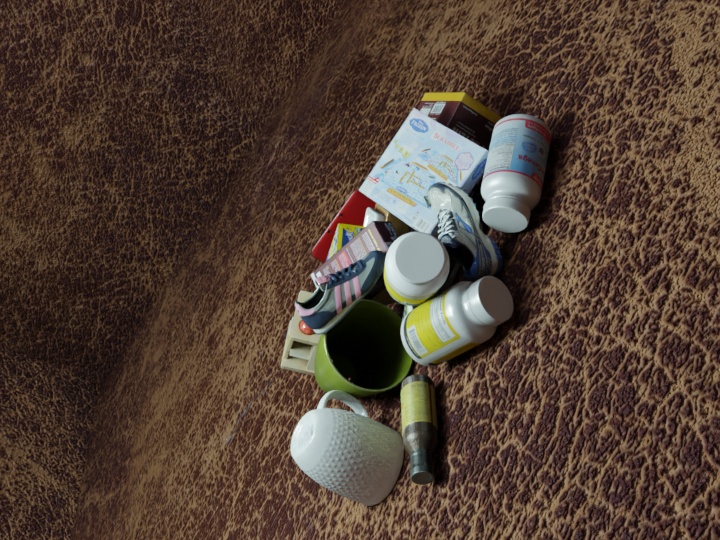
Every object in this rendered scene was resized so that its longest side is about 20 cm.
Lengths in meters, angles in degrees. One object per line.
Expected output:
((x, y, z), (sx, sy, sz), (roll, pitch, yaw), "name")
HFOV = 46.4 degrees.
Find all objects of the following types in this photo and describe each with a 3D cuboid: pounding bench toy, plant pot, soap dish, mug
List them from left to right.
((-0.093, 0.112, 1.907), (0.156, 0.123, 0.201), (112, 170, -51), "pounding bench toy")
((-0.031, 0.312, 1.553), (0.148, 0.175, 0.201), (-44, 29, 36), "mug")
((-0.019, 0.182, 1.696), (0.200, 0.186, 0.188), (133, 155, -57), "plant pot")
((0.046, -0.032, 1.769), (0.157, 0.081, 0.201), (-126, 44, -77), "soap dish")

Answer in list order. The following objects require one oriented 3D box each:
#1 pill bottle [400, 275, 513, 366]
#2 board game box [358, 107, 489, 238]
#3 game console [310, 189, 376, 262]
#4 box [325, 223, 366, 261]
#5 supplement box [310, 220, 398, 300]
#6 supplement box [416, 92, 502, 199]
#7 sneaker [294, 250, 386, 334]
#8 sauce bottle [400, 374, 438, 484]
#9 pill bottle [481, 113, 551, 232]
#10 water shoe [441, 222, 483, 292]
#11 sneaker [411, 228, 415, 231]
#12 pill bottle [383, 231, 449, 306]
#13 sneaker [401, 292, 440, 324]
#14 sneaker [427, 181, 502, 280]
((0.169, 0.086, 1.462), (0.200, 0.111, 0.112), (-35, 35, 47), "pill bottle")
((0.125, -0.188, 1.641), (0.200, 0.041, 0.200), (38, 96, 33), "board game box")
((-0.004, -0.102, 1.966), (0.200, 0.118, 0.172), (-52, 4, 21), "game console")
((-0.038, -0.017, 1.820), (0.200, 0.064, 0.070), (111, 165, -58), "box")
((0.000, 0.000, 1.673), (0.200, 0.061, 0.109), (-39, 69, 34), "supplement box")
((0.182, -0.256, 1.781), (0.201, 0.132, 0.197), (-62, 23, 0), "supplement box")
((-0.037, 0.026, 1.570), (0.200, 0.082, 0.070), (-48, 27, -2), "sneaker")
((0.102, 0.274, 1.456), (0.065, 0.064, 0.201), (-46, 27, 34), "sauce bottle")
((0.279, -0.175, 1.520), (0.109, 0.108, 0.201), (-27, 42, 54), "pill bottle")
((0.158, -0.028, 1.650), (0.201, 0.079, 0.072), (-58, 23, 9), "water shoe")
((0.061, -0.073, 1.872), (0.069, 0.099, 0.201), (8, 75, 66), "sneaker")
((0.098, -0.004, 1.472), (0.200, 0.112, 0.113), (90, -156, -80), "pill bottle")
((0.107, 0.071, 1.612), (0.081, 0.073, 0.202), (168, 107, -70), "sneaker")
((0.174, -0.070, 1.511), (0.085, 0.201, 0.077), (-25, -14, -32), "sneaker")
